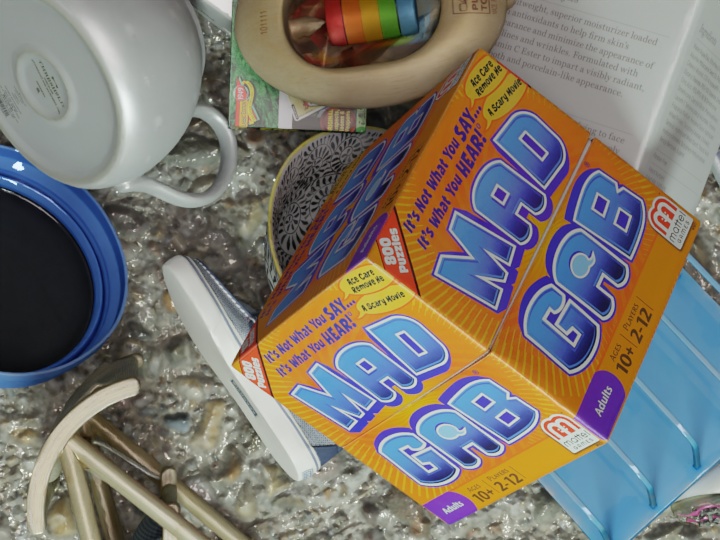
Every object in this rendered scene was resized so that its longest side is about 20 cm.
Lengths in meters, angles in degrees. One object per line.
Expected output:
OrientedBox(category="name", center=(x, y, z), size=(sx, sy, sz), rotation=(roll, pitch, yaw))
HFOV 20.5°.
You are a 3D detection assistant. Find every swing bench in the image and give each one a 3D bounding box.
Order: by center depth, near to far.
OrientedBox(category="swing bench", center=(-0.170, 0.178, 1.471), size=(0.130, 0.199, 0.200), rotation=(-32, 94, -3))

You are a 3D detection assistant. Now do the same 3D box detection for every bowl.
OrientedBox(category="bowl", center=(-0.273, -0.002, 1.480), size=(0.200, 0.039, 0.201), rotation=(15, 53, -21))
OrientedBox(category="bowl", center=(0.000, 0.000, 1.515), size=(0.200, 0.094, 0.201), rotation=(13, 62, -25))

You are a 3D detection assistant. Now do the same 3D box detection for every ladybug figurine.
OrientedBox(category="ladybug figurine", center=(0.012, -0.178, 1.417), size=(0.199, 0.072, 0.136), rotation=(-3, 81, 9))

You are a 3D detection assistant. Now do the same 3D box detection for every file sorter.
OrientedBox(category="file sorter", center=(0.215, 0.097, 1.519), size=(0.200, 0.123, 0.139), rotation=(-41, 72, -2))

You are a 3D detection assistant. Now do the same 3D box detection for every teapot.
OrientedBox(category="teapot", center=(-0.184, -0.164, 1.484), size=(0.197, 0.200, 0.146), rotation=(32, 46, 24))

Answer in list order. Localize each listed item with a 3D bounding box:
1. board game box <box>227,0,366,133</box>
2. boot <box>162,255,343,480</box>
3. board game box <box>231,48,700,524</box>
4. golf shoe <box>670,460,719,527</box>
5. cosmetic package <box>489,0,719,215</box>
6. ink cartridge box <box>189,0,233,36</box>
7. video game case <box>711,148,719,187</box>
OrientedBox(category="board game box", center=(-0.044, -0.203, 1.471), size=(0.104, 0.023, 0.201), rotation=(1, 93, -3))
OrientedBox(category="boot", center=(-0.068, 0.058, 1.548), size=(0.090, 0.073, 0.200), rotation=(-34, 97, -17))
OrientedBox(category="board game box", center=(0.072, 0.016, 1.367), size=(0.200, 0.200, 0.200), rotation=(37, 54, -12))
OrientedBox(category="golf shoe", center=(0.330, 0.137, 1.586), size=(0.200, 0.073, 0.092), rotation=(-24, 68, -4))
OrientedBox(category="cosmetic package", center=(0.185, -0.160, 1.477), size=(0.165, 0.165, 0.200), rotation=(21, 90, 25))
OrientedBox(category="ink cartridge box", center=(-0.029, -0.255, 1.522), size=(0.147, 0.083, 0.200), rotation=(35, 89, -6))
OrientedBox(category="video game case", center=(0.400, -0.041, 1.579), size=(0.182, 0.023, 0.200), rotation=(-25, 81, -4))
